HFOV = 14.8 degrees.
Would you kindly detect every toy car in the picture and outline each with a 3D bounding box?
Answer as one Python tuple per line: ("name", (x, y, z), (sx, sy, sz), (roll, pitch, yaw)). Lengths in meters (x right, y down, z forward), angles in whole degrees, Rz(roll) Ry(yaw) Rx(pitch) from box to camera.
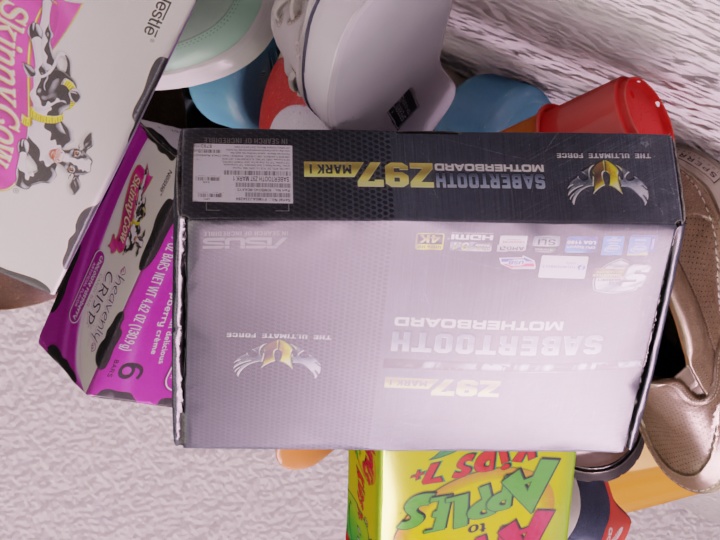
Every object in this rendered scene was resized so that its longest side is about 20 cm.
("toy car", (0.000, 0.000, 1.325), (0.184, 0.201, 0.177), (19, 174, 35))

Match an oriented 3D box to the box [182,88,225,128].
("box", (-0.075, -0.021, 1.641), (0.164, 0.086, 0.200), (46, 175, 22))

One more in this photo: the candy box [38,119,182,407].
("candy box", (-0.054, 0.007, 1.471), (0.199, 0.137, 0.061), (9, -157, -42))

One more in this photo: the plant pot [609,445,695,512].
("plant pot", (0.130, 0.065, 1.617), (0.183, 0.201, 0.200), (-5, 157, 44))

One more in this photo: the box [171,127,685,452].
("box", (0.023, 0.011, 1.129), (0.199, 0.051, 0.158), (2, 142, -4))

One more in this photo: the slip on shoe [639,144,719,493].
("slip on shoe", (0.142, 0.035, 1.281), (0.076, 0.061, 0.201), (29, 143, 30))

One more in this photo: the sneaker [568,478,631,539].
("sneaker", (0.080, 0.088, 1.516), (0.084, 0.075, 0.200), (19, -151, -41))

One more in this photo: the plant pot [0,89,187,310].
("plant pot", (-0.208, -0.108, 1.420), (0.186, 0.187, 0.200), (20, 161, 26))

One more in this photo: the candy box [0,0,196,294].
("candy box", (-0.181, -0.107, 1.150), (0.199, 0.168, 0.072), (23, -151, -9))

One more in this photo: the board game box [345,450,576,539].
("board game box", (0.048, 0.079, 1.306), (0.200, 0.101, 0.048), (91, 159, -46))

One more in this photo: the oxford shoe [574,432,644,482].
("oxford shoe", (0.045, 0.052, 1.406), (0.199, 0.073, 0.084), (10, 169, 12))

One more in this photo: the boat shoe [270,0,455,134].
("boat shoe", (-0.003, -0.096, 1.124), (0.066, 0.072, 0.200), (43, 179, 12))

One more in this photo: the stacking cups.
("stacking cups", (0.043, -0.023, 1.171), (0.199, 0.061, 0.060), (-23, 149, 29))

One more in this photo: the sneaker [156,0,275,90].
("sneaker", (-0.136, -0.141, 1.195), (0.200, 0.074, 0.118), (16, 165, 21))
